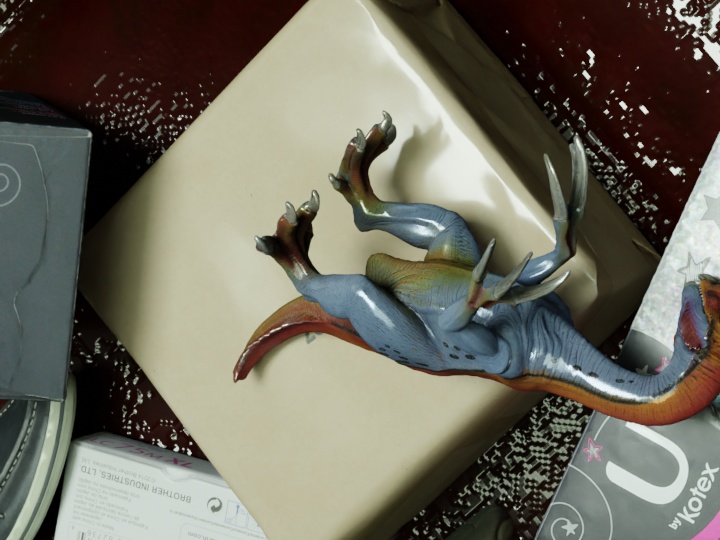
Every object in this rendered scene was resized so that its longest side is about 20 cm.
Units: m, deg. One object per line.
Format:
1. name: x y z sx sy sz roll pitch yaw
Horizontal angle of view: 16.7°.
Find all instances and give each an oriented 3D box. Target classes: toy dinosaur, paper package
1. toy dinosaur: 0.057 0.015 0.972 0.181 0.105 0.200 38 147 14
2. paper package: 0.000 0.000 1.090 0.200 0.103 0.191 -44 77 21

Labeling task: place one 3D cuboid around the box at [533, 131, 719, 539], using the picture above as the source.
1. box: 0.171 0.049 1.001 0.115 0.132 0.201 27 104 21

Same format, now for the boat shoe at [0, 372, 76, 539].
1. boat shoe: -0.204 0.123 1.199 0.062 0.075 0.200 29 113 -24

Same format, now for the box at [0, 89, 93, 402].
1. box: -0.192 -0.019 1.110 0.106 0.200 0.123 4 97 -16

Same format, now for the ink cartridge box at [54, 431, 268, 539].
1. ink cartridge box: -0.097 0.189 1.179 0.119 0.042 0.201 14 97 21

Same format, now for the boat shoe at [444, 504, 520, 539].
1. boat shoe: 0.049 0.151 1.040 0.076 0.200 0.074 -39 84 -6
